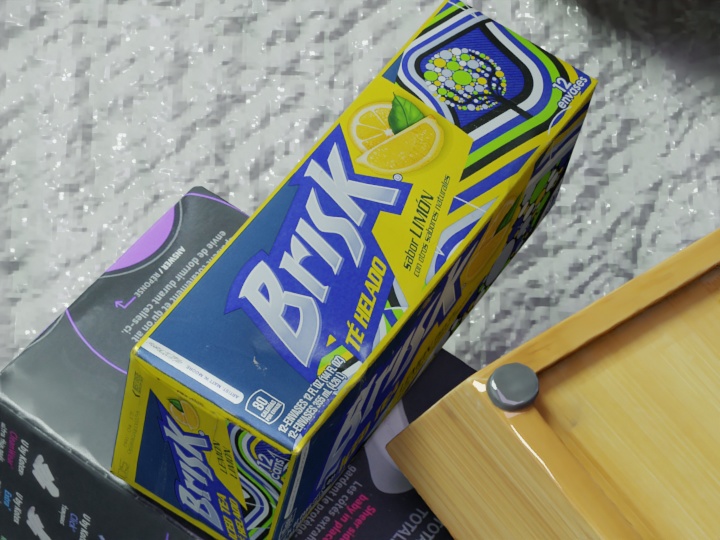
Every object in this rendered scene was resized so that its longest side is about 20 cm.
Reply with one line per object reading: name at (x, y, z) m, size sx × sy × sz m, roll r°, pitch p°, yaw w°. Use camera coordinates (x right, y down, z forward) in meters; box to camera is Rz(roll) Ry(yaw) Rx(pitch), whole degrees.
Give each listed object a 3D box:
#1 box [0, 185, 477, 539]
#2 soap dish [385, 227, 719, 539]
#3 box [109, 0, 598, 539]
box at (-0.020, 0.086, 0.992) m, size 0.200 × 0.106 × 0.122 m, roll 34°, pitch 55°, yaw 14°
soap dish at (0.128, 0.081, 0.897) m, size 0.157 × 0.081 × 0.200 m, roll -29°, pitch 63°, yaw -22°
box at (0.000, 0.000, 0.949) m, size 0.064 × 0.070 × 0.200 m, roll 30°, pitch 52°, yaw 12°
